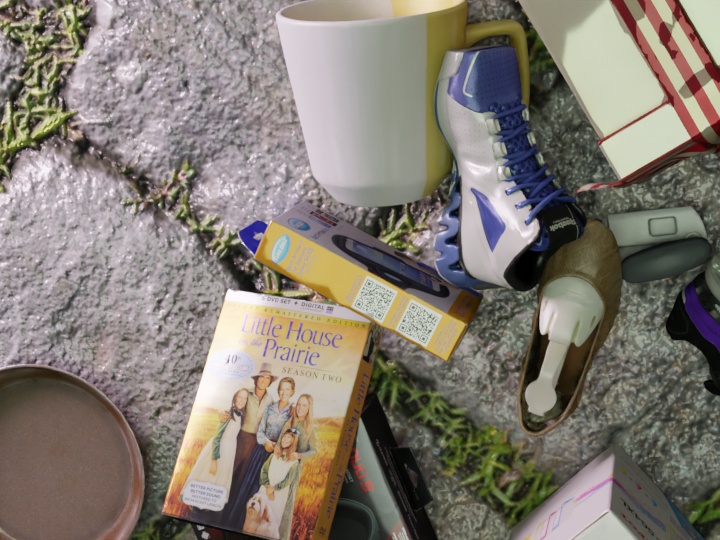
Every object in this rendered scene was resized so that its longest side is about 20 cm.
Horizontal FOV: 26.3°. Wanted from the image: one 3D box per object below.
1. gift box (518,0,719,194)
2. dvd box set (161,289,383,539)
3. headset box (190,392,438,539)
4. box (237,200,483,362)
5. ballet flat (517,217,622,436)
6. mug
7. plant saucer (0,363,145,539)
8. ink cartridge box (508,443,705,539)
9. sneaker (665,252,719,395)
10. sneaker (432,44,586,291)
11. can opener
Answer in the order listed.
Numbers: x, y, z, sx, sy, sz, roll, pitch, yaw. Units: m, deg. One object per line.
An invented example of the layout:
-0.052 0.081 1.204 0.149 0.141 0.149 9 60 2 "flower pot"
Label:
0.226 -0.156 1.156 0.200 0.184 0.187 -33 84 18 "gift box"
-0.071 0.121 1.271 0.146 0.029 0.201 9 74 26 "dvd box set"
-0.036 0.205 1.320 0.199 0.077 0.149 -21 95 15 "headset box"
0.000 0.000 1.253 0.200 0.119 0.042 30 104 4 "box"
0.159 0.055 1.221 0.068 0.072 0.200 21 128 11 "ballet flat"
0.031 -0.134 1.215 0.186 0.149 0.154 1 108 17 "mug"
-0.285 0.179 1.386 0.199 0.032 0.201 2 101 11 "plant saucer"
0.195 0.248 1.218 0.125 0.200 0.129 -43 91 15 "ink cartridge box"
0.330 0.074 1.235 0.200 0.070 0.100 36 125 -7 "sneaker"
0.121 -0.070 1.172 0.115 0.080 0.200 21 120 44 "sneaker"
0.181 -0.015 1.242 0.199 0.067 0.054 -6 98 12 "can opener"
